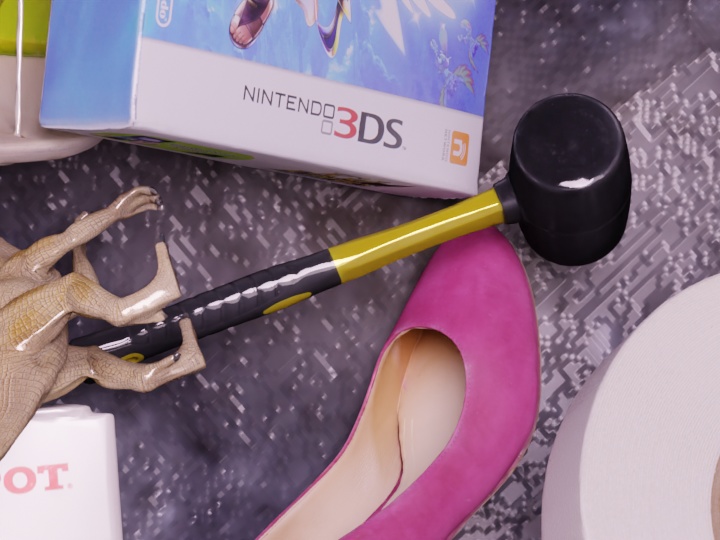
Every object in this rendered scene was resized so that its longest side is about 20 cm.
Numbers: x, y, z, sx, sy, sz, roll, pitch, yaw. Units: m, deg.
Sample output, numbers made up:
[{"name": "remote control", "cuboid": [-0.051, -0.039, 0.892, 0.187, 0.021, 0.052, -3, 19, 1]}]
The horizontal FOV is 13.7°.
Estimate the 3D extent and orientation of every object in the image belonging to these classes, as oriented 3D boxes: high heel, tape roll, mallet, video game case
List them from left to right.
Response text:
[{"name": "video game case", "cuboid": [-0.019, -0.133, 0.992, 0.181, 0.045, 0.200, 9, 86, -52]}, {"name": "high heel", "cuboid": [-0.001, 0.060, 1.006, 0.096, 0.067, 0.200, 31, 65, -33]}, {"name": "mallet", "cuboid": [0.000, 0.000, 1.020, 0.200, 0.066, 0.041, -23, 65, 4]}, {"name": "tape roll", "cuboid": [0.156, 0.094, 0.990, 0.202, 0.037, 0.203, 9, 62, -18]}]

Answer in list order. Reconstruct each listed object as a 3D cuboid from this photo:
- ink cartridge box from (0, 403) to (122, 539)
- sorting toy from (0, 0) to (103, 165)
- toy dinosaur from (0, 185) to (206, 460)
[{"name": "ink cartridge box", "cuboid": [-0.151, 0.147, 0.980, 0.145, 0.084, 0.200, -4, 90, -16]}, {"name": "sorting toy", "cuboid": [-0.084, -0.134, 1.002, 0.180, 0.107, 0.200, 1, 93, -32]}, {"name": "toy dinosaur", "cuboid": [-0.103, 0.025, 0.954, 0.101, 0.200, 0.058, -16, 122, 0]}]
